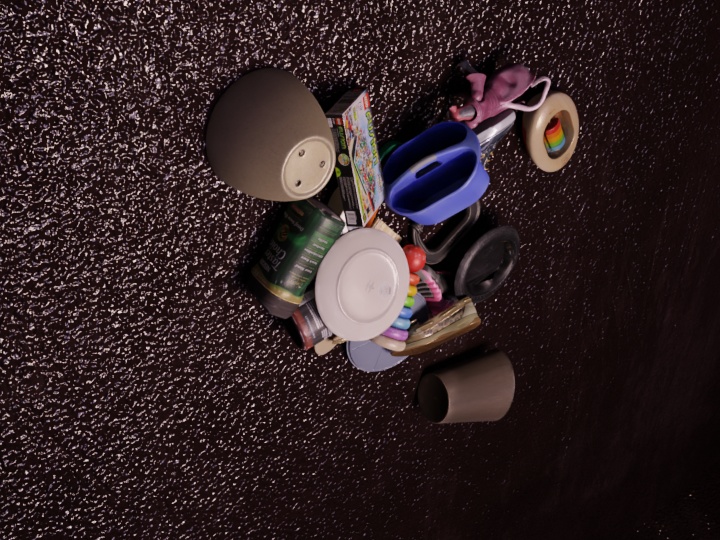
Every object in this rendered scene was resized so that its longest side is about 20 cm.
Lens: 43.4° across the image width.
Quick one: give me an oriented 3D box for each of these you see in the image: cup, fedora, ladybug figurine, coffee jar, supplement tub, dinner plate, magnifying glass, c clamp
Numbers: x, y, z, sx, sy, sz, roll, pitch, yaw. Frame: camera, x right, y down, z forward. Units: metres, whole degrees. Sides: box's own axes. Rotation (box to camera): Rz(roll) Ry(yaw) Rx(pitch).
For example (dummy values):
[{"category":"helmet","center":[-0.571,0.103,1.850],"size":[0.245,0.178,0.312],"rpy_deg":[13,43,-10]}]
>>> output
[{"category":"cup","center":[-0.117,-0.186,1.386],"size":[0.198,0.143,0.204],"rpy_deg":[-25,135,-28]},{"category":"fedora","center":[0.242,-0.027,1.892],"size":[0.199,0.091,0.204],"rpy_deg":[-29,137,-31]},{"category":"ladybug figurine","center":[0.383,-0.287,1.850],"size":[0.135,0.072,0.201],"rpy_deg":[-43,139,-12]},{"category":"coffee jar","center":[-0.115,-0.025,1.540],"size":[0.085,0.104,0.203],"rpy_deg":[21,103,-46]},{"category":"supplement tub","center":[-0.047,0.053,1.652],"size":[0.198,0.107,0.108],"rpy_deg":[-30,136,-18]},{"category":"dinner plate","center":[0.010,0.027,1.602],"size":[0.196,0.024,0.205],"rpy_deg":[-8,105,-31]},{"category":"magnifying glass","center":[0.033,-0.143,1.663],"size":[0.079,0.022,0.203],"rpy_deg":[6,112,-46]},{"category":"c clamp","center":[0.165,-0.118,1.799],"size":[0.201,0.027,0.171],"rpy_deg":[-51,132,-6]}]

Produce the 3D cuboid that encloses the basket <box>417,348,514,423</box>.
[{"category":"basket","center":[0.240,0.282,2.098],"size":[0.197,0.136,0.184],"rpy_deg":[-6,119,-37]}]

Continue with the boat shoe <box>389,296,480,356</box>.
[{"category":"boat shoe","center":[0.147,0.120,1.852],"size":[0.196,0.064,0.073],"rpy_deg":[-23,164,6]}]

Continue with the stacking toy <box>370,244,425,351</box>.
[{"category":"stacking toy","center":[0.079,0.049,1.758],"size":[0.084,0.085,0.204],"rpy_deg":[14,98,-48]}]

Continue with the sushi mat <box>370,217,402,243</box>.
[{"category":"sushi mat","center":[0.000,0.000,1.742],"size":[0.202,0.012,0.095],"rpy_deg":[-55,142,3]}]

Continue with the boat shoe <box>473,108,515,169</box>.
[{"category":"boat shoe","center":[0.225,-0.220,1.729],"size":[0.199,0.071,0.092],"rpy_deg":[-36,115,-5]}]

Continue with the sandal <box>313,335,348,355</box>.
[{"category":"sandal","center":[-0.007,0.089,1.735],"size":[0.213,0.069,0.077],"rpy_deg":[-53,140,1]}]

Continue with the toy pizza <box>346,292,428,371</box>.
[{"category":"toy pizza","center":[0.053,0.119,1.860],"size":[0.197,0.032,0.204],"rpy_deg":[-19,130,-23]}]

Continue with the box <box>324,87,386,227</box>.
[{"category":"box","center":[-0.006,-0.188,1.509],"size":[0.110,0.034,0.204],"rpy_deg":[-55,141,-49]}]

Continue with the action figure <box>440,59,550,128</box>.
[{"category":"action figure","center":[0.228,-0.298,1.646],"size":[0.199,0.148,0.136],"rpy_deg":[-35,146,-39]}]

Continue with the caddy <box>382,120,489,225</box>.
[{"category":"caddy","center":[0.129,-0.171,1.587],"size":[0.198,0.144,0.105],"rpy_deg":[-29,150,21]}]

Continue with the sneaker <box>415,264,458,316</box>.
[{"category":"sneaker","center":[0.163,0.029,1.890],"size":[0.200,0.078,0.097],"rpy_deg":[48,56,-46]}]

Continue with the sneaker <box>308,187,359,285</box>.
[{"category":"sneaker","center":[-0.044,-0.047,1.610],"size":[0.084,0.075,0.202],"rpy_deg":[28,98,-40]}]
